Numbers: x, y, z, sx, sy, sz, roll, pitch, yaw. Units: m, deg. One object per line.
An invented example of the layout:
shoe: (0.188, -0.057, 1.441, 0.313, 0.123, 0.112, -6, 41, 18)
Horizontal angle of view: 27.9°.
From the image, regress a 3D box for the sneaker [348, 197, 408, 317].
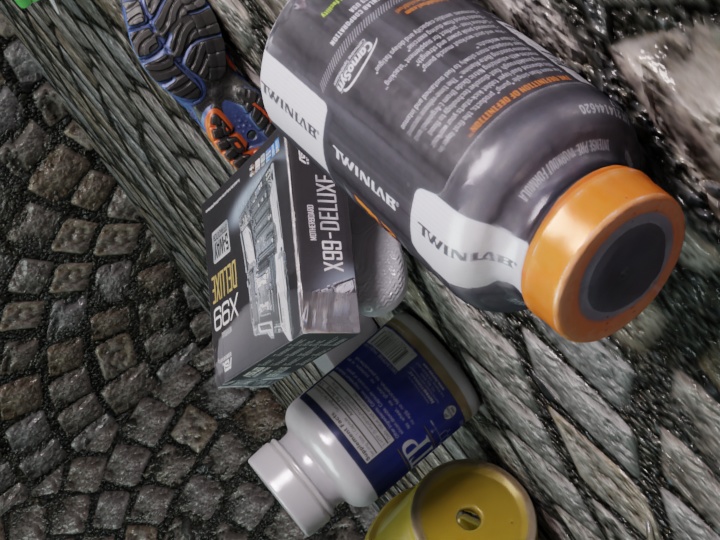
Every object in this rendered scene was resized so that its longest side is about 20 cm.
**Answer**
sneaker: (0.000, 0.000, 1.186, 0.114, 0.075, 0.200, 57, 175, -37)

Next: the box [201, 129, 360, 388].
box: (-0.066, -0.005, 1.123, 0.200, 0.049, 0.159, 148, 120, -62)

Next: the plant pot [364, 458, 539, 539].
plant pot: (0.101, 0.290, 1.490, 0.201, 0.200, 0.190, 47, 154, 22)

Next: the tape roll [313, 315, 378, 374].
tape roll: (-0.059, 0.029, 1.597, 0.201, 0.066, 0.200, 51, 171, 11)

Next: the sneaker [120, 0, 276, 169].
sneaker: (-0.139, -0.168, 1.213, 0.201, 0.075, 0.078, 58, 172, -28)

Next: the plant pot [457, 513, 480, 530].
plant pot: (0.154, 0.462, 1.875, 0.200, 0.194, 0.195, 45, 171, -2)

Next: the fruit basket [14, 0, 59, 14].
fruit basket: (-0.383, -0.394, 1.552, 0.185, 0.093, 0.201, 43, 152, 41)

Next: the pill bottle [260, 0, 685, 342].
pill bottle: (0.049, -0.053, 0.633, 0.200, 0.106, 0.107, 44, 169, 38)

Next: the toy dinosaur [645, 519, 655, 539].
toy dinosaur: (0.249, 0.206, 0.826, 0.201, 0.077, 0.102, 54, 160, 12)

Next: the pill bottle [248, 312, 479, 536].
pill bottle: (0.000, 0.145, 1.330, 0.120, 0.200, 0.120, 49, 171, 10)
